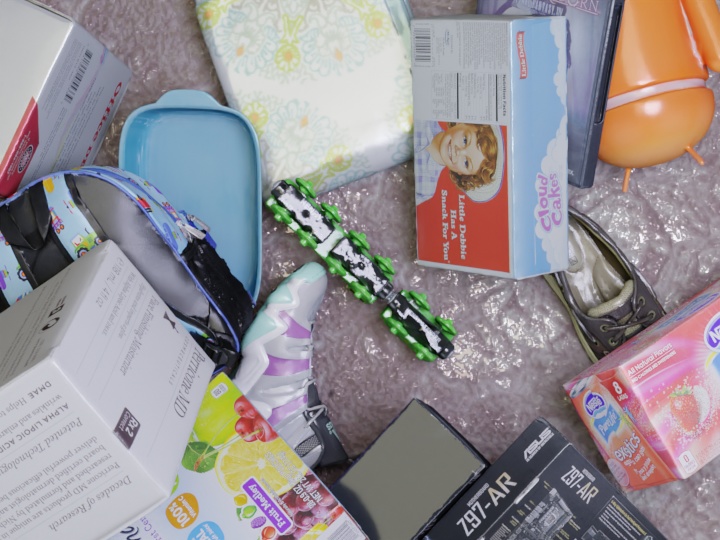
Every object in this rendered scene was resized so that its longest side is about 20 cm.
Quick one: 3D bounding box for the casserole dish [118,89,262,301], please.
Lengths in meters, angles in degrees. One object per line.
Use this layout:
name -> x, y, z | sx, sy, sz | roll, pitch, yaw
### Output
casserole dish -> -0.134, -0.049, 1.696 | 0.120, 0.039, 0.202 | 2, 103, 12

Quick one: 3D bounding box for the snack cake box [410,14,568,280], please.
snack cake box -> 0.102, -0.100, 1.641 | 0.115, 0.067, 0.202 | 8, 104, 46

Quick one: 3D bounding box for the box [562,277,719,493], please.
box -> 0.271, 0.075, 1.610 | 0.199, 0.095, 0.103 | -30, 91, -26

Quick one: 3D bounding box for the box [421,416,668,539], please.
box -> 0.144, 0.226, 1.610 | 0.160, 0.200, 0.044 | -47, 42, 0

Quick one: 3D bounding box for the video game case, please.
video game case -> 0.144, -0.182, 1.644 | 0.142, 0.019, 0.202 | 26, 116, 43

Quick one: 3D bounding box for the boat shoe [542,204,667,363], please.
boat shoe -> 0.201, 0.030, 1.675 | 0.073, 0.065, 0.200 | -39, 85, -1

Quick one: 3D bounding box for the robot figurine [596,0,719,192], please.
robot figurine -> 0.215, -0.169, 1.666 | 0.143, 0.117, 0.202 | -14, 84, -5

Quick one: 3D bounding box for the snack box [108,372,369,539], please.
snack box -> -0.120, 0.199, 1.495 | 0.200, 0.068, 0.169 | -43, 48, -5

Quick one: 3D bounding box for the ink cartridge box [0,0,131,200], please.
ink cartridge box -> -0.267, -0.128, 1.653 | 0.082, 0.200, 0.147 | 24, 87, 8

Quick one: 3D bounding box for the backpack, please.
backpack -> -0.201, 0.009, 1.618 | 0.182, 0.135, 0.201 | -31, 105, 20

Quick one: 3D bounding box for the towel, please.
towel -> -0.031, -0.170, 1.717 | 0.170, 0.048, 0.201 | -21, 85, 5

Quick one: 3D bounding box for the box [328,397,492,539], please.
box -> 0.028, 0.176, 1.608 | 0.141, 0.200, 0.079 | -44, 82, -1

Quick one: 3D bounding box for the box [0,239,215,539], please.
box -> -0.230, 0.113, 1.482 | 0.199, 0.199, 0.131 | -33, 108, 19

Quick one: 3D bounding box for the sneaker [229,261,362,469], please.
sneaker -> -0.043, 0.106, 1.687 | 0.139, 0.078, 0.201 | 31, 98, 4

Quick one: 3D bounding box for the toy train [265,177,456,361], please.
toy train -> 0.000, 0.000, 1.681 | 0.200, 0.056, 0.042 | 44, 81, -6
